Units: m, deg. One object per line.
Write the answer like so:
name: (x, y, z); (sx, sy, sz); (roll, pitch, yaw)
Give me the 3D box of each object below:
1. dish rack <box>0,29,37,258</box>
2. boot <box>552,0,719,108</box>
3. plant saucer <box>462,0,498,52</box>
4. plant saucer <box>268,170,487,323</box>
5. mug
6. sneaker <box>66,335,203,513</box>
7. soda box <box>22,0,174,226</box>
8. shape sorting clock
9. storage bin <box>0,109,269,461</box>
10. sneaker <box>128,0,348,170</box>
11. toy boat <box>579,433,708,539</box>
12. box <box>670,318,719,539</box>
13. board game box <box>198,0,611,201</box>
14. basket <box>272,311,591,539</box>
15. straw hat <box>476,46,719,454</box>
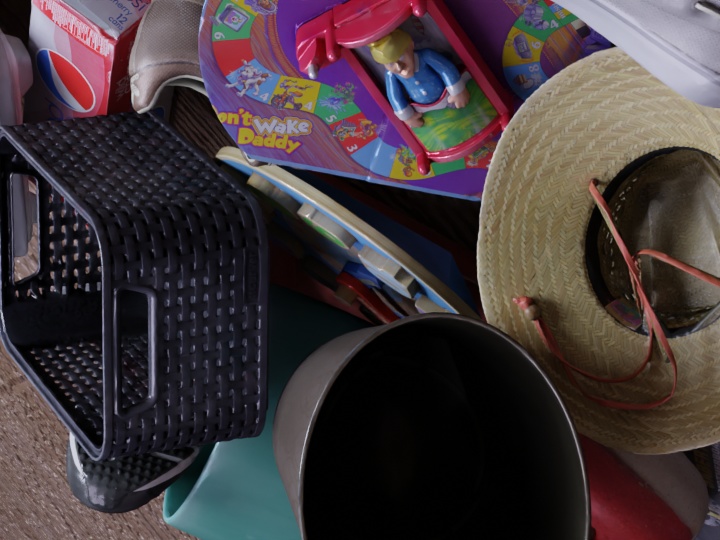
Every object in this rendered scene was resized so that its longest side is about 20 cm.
dish rack: (-0.232, -0.110, 1.625); (0.200, 0.043, 0.172); (-124, 25, -47)
boot: (0.114, -0.163, 1.221); (0.200, 0.074, 0.096); (33, 126, -1)
plant saucer: (-0.011, -0.187, 1.355); (0.199, 0.037, 0.200); (14, 140, 39)
plant saucer: (0.022, 0.030, 1.612); (0.200, 0.037, 0.200); (29, 147, 21)
mug: (-0.035, 0.095, 1.583); (0.114, 0.152, 0.185); (22, 177, -9)
sneaker: (-0.127, 0.098, 1.553); (0.074, 0.200, 0.080); (21, 110, 0)
soda box: (-0.150, -0.112, 1.588); (0.063, 0.070, 0.200); (39, 151, 13)
shape sorting clock: (0.000, 0.000, 1.478); (0.200, 0.039, 0.200); (32, 170, 7)
storage bin: (-0.127, 0.004, 1.480); (0.200, 0.094, 0.135); (-141, 48, -58)
sneaker: (-0.025, -0.079, 1.401); (0.200, 0.076, 0.070); (24, 170, -11)
toy boat: (0.099, 0.139, 1.485); (0.130, 0.131, 0.200); (41, 157, 7)
box: (0.238, 0.094, 1.434); (0.158, 0.048, 0.200); (21, 144, 34)
board game box: (0.021, -0.094, 1.314); (0.200, 0.039, 0.158); (11, 127, -8)
basket: (0.024, 0.098, 1.352); (0.200, 0.136, 0.181); (-147, 48, -79)
straw hat: (0.156, -0.017, 1.332); (0.201, 0.085, 0.201); (5, 101, 25)
